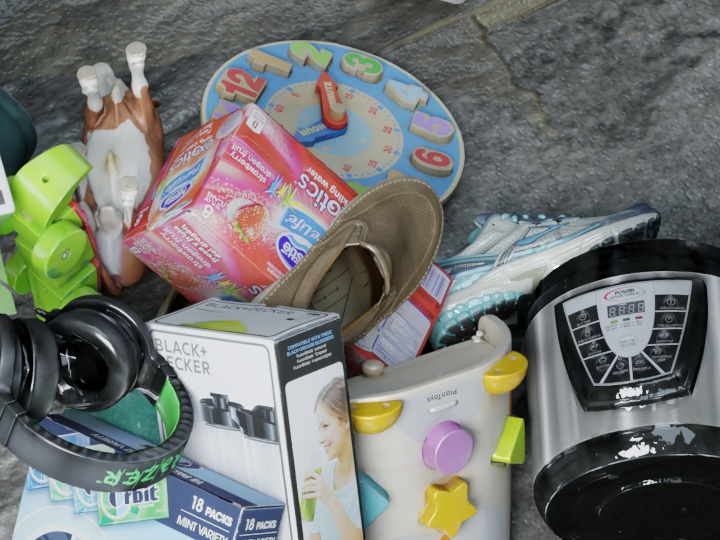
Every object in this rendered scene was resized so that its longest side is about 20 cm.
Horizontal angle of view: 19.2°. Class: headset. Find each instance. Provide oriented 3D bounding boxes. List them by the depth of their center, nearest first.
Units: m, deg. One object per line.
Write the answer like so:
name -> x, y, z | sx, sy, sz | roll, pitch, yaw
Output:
headset -> -0.187, 0.063, 1.256 | 0.123, 0.094, 0.200 | -11, 49, -46

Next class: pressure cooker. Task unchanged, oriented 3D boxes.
pressure cooker -> 0.193, 0.073, 1.420 | 0.175, 0.179, 0.201 | 18, 54, -25

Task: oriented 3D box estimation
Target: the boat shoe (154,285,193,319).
boat shoe -> -0.095, 0.018, 1.487 | 0.073, 0.063, 0.201 | 22, 58, 9

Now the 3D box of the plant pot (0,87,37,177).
plant pot -> -0.333, -0.020, 1.421 | 0.199, 0.200, 0.197 | 8, 65, 0

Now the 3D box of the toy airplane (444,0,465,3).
toy airplane -> 0.058, -0.311, 1.658 | 0.199, 0.141, 0.200 | -24, 64, -19

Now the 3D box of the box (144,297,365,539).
box -> -0.061, 0.123, 1.285 | 0.116, 0.201, 0.060 | 7, 18, 43

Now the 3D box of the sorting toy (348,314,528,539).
sorting toy -> 0.038, 0.145, 1.368 | 0.199, 0.181, 0.107 | -16, 19, -30

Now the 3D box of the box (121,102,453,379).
box -> -0.048, -0.006, 1.435 | 0.200, 0.095, 0.100 | 40, 56, -22

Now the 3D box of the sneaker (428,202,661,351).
sneaker -> 0.123, -0.015, 1.522 | 0.199, 0.078, 0.087 | -23, 60, -19

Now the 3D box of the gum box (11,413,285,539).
gum box -> -0.143, 0.207, 1.274 | 0.169, 0.044, 0.201 | 19, 100, 36

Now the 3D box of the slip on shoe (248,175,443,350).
slip on shoe -> 0.000, 0.000, 1.367 | 0.200, 0.060, 0.076 | -37, 102, -40

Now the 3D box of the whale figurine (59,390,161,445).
whale figurine -> -0.102, 0.115, 1.374 | 0.199, 0.104, 0.160 | -17, 102, -8

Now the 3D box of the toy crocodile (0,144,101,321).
toy crocodile -> -0.202, -0.013, 1.416 | 0.067, 0.200, 0.062 | 38, 66, 22

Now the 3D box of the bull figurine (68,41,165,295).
bull figurine -> -0.172, -0.084, 1.503 | 0.065, 0.122, 0.201 | -5, 56, -1

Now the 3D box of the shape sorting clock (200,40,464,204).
shape sorting clock -> -0.019, -0.104, 1.563 | 0.199, 0.039, 0.201 | 7, 43, -6

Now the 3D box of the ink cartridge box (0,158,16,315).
ink cartridge box -> -0.281, -0.063, 1.324 | 0.103, 0.059, 0.201 | -13, 83, -26
